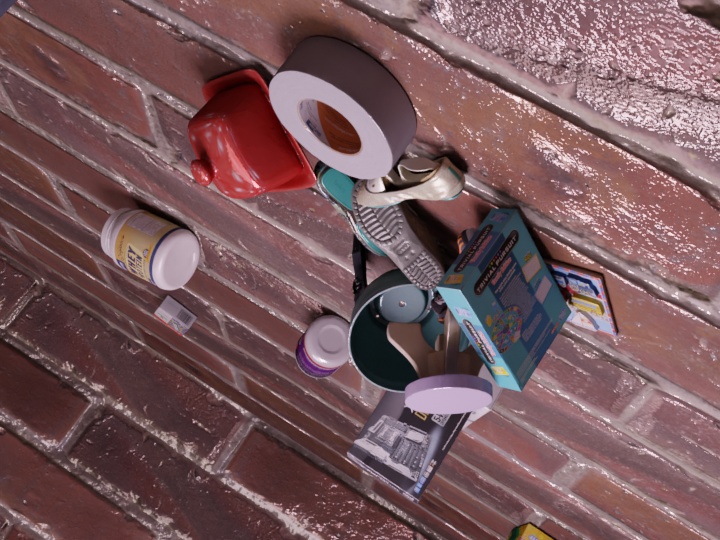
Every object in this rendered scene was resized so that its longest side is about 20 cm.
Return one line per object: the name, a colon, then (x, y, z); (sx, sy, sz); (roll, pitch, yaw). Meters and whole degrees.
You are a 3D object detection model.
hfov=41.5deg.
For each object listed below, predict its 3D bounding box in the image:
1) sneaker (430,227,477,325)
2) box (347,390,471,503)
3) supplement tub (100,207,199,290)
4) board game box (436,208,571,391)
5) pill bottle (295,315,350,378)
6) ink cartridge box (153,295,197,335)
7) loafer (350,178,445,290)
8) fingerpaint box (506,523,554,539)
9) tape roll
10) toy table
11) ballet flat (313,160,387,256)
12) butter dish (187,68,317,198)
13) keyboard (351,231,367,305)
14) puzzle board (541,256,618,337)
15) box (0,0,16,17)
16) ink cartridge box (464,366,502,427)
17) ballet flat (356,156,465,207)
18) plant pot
sneaker: (0.150, 0.026, 1.387); (0.111, 0.078, 0.201); (-16, 135, 14)
box: (0.092, 0.300, 1.754); (0.157, 0.201, 0.050); (32, 162, 11)
supplement tub: (-0.484, -0.054, 2.184); (0.198, 0.145, 0.145); (23, 156, 27)
board game box: (0.201, 0.040, 1.306); (0.047, 0.151, 0.201); (6, 139, 48)
pill bottle: (-0.083, 0.174, 2.107); (0.112, 0.113, 0.200); (35, 159, -2)
ink cartridge box: (-0.559, 0.141, 2.837); (0.109, 0.051, 0.200); (38, 158, -8)
loafer: (0.059, -0.060, 1.447); (0.075, 0.070, 0.201); (-33, 98, 23)
fingerpaint box: (0.496, 0.767, 2.541); (0.199, 0.074, 0.167); (33, 160, 5)
tape roll: (-0.025, -0.214, 1.269); (0.199, 0.066, 0.201); (31, 158, 14)
toy table: (0.130, 0.136, 1.397); (0.181, 0.119, 0.200); (6, 160, -13)
ballet flat: (-0.005, -0.104, 1.491); (0.074, 0.075, 0.201); (8, 144, 49)
butter dish: (-0.194, -0.180, 1.438); (0.198, 0.147, 0.202); (0, 124, 55)
keyboard: (0.000, 0.000, 1.607); (0.020, 0.129, 0.200); (2, 158, 5)
puzzle board: (0.275, 0.029, 1.399); (0.198, 0.017, 0.151); (20, 154, 36)
box: (-0.480, -0.475, 1.214); (0.196, 0.201, 0.124); (39, 160, -9)
ink cartridge box: (0.183, 0.217, 1.836); (0.144, 0.084, 0.200); (34, 159, 3)
ballet flat: (0.060, -0.131, 1.323); (0.198, 0.068, 0.062); (-2, 141, 43)
plant pot: (0.073, 0.078, 1.556); (0.200, 0.200, 0.135); (45, -164, -24)
